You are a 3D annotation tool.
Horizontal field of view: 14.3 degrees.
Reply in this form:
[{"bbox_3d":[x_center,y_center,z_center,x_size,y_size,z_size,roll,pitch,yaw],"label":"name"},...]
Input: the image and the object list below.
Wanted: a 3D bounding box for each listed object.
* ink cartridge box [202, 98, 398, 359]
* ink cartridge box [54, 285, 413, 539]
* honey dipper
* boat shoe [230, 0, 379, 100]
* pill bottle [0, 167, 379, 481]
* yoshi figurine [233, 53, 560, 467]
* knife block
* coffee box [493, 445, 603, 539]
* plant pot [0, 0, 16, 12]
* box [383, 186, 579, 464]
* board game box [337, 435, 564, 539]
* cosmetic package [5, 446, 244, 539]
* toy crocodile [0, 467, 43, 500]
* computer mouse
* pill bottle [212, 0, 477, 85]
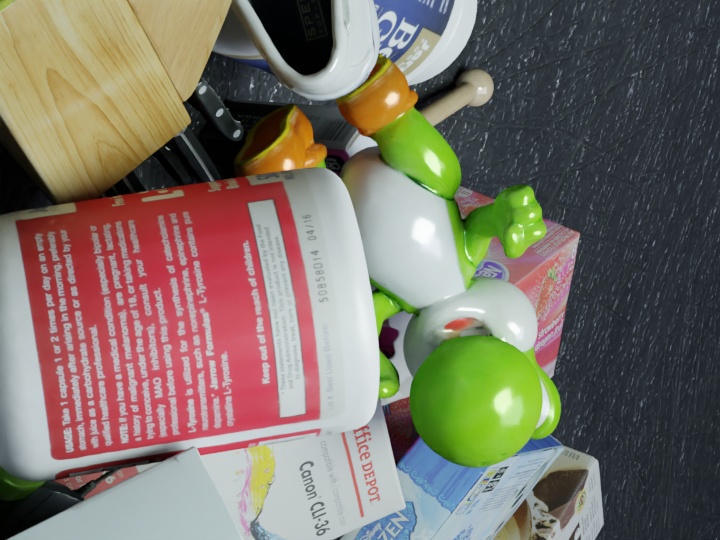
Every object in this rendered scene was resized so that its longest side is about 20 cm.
[{"bbox_3d":[0.000,0.000,1.448,0.037,0.094,0.200,-55,134,-32],"label":"ink cartridge box"},{"bbox_3d":[-0.050,0.084,1.383,0.199,0.068,0.117,-24,143,-8],"label":"ink cartridge box"},{"bbox_3d":[0.029,-0.082,1.602,0.200,0.038,0.038,-37,141,-57],"label":"honey dipper"},{"bbox_3d":[-0.041,-0.170,1.209,0.065,0.073,0.201,-12,78,-82],"label":"boat shoe"},{"bbox_3d":[-0.099,0.025,1.183,0.112,0.199,0.113,171,-90,-81],"label":"pill bottle"},{"bbox_3d":[0.030,0.009,1.301,0.112,0.112,0.200,-46,111,-33],"label":"yoshi figurine"},{"bbox_3d":[-0.131,-0.067,1.199,0.199,0.064,0.176,-11,136,-45],"label":"knife block"},{"bbox_3d":[0.058,0.195,1.791,0.200,0.113,0.080,-57,154,-30],"label":"coffee box"},{"bbox_3d":[-0.193,-0.185,0.848,0.193,0.200,0.201,21,89,-55],"label":"plant pot"},{"bbox_3d":[0.037,0.037,1.637,0.200,0.094,0.103,-34,139,-55],"label":"box"},{"bbox_3d":[0.018,0.163,1.542,0.199,0.043,0.200,-53,167,7],"label":"board game box"},{"bbox_3d":[-0.130,0.149,1.223,0.150,0.052,0.200,-28,168,-13],"label":"cosmetic package"},{"bbox_3d":[-0.193,0.101,1.225,0.067,0.062,0.200,-33,-171,44],"label":"toy crocodile"},{"bbox_3d":[-0.116,0.103,1.278,0.059,0.200,0.034,38,28,-32],"label":"computer mouse"},{"bbox_3d":[-0.016,-0.142,1.349,0.200,0.111,0.112,13,97,-67],"label":"pill bottle"}]
